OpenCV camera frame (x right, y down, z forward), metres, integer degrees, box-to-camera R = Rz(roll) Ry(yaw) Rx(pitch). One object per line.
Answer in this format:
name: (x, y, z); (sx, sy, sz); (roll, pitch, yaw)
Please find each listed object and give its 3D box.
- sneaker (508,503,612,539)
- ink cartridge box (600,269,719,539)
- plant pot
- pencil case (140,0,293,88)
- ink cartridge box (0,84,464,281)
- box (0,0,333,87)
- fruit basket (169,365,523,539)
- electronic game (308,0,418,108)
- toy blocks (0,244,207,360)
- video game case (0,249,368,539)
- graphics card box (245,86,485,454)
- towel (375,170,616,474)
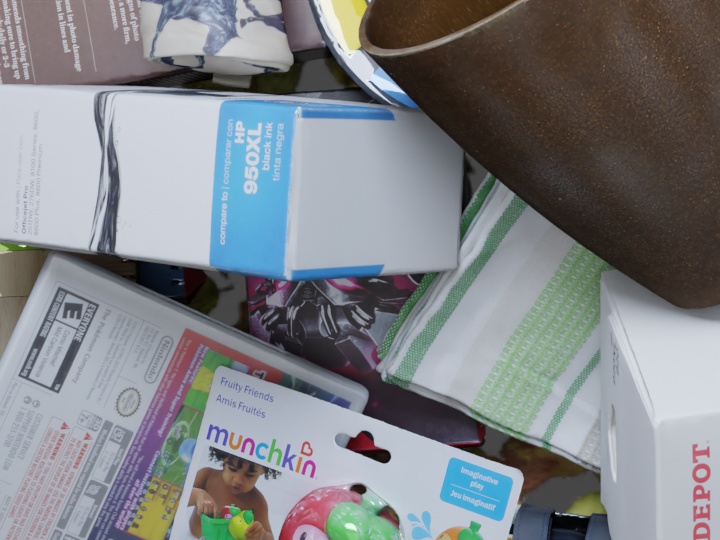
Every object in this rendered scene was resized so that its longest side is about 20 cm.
sneaker: (0.104, 0.162, 1.238); (0.199, 0.078, 0.080); (-19, 95, 9)
ink cartridge box: (0.227, 0.086, 1.149); (0.199, 0.145, 0.148); (-6, 118, -3)
plant pot: (0.131, -0.085, 1.096); (0.187, 0.187, 0.200); (-35, 111, 7)
pencil case: (-0.075, -0.194, 1.176); (0.077, 0.089, 0.201); (-1, 93, 16)
ink cartridge box: (-0.069, -0.047, 1.156); (0.199, 0.144, 0.085); (7, 96, 35)
box: (-0.116, -0.151, 1.260); (0.199, 0.075, 0.101); (-9, 90, 9)
fruit basket: (-0.027, 0.167, 1.137); (0.185, 0.094, 0.201); (18, 99, 29)
electronic game: (0.068, -0.167, 1.189); (0.199, 0.042, 0.201); (0, 88, 9)
toy blocks: (-0.125, 0.065, 1.259); (0.136, 0.100, 0.201); (-3, 79, -2)
video game case: (-0.118, 0.114, 1.204); (0.182, 0.023, 0.201); (25, 97, -9)
graphics card box: (0.000, 0.000, 1.261); (0.125, 0.051, 0.201); (-3, 90, 8)
towel: (0.127, 0.035, 1.203); (0.199, 0.031, 0.149); (25, 113, -17)
